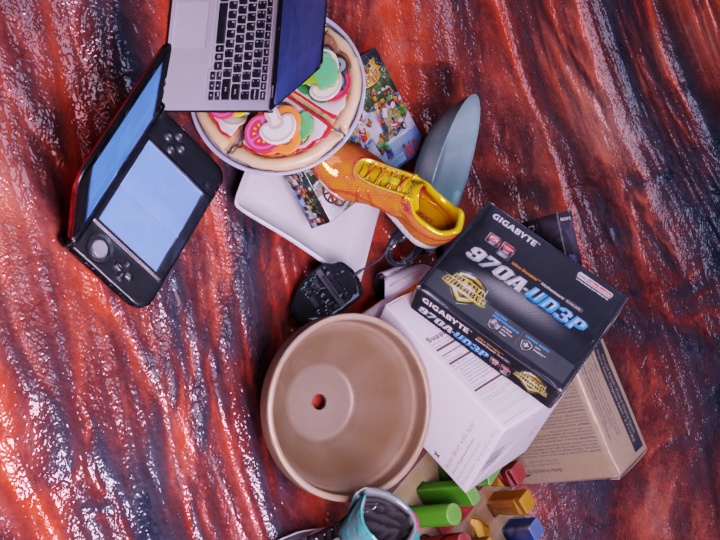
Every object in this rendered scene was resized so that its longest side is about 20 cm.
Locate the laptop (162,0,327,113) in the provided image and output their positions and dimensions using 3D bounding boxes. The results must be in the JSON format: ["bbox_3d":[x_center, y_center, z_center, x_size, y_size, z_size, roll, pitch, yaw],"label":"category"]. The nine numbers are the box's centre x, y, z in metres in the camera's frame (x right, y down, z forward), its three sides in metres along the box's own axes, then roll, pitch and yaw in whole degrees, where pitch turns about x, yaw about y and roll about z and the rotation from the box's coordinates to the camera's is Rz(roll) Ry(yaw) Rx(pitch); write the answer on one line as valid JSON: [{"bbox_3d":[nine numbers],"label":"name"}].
[{"bbox_3d":[-0.122,-0.277,1.445,0.116,0.197,0.190,67,25,-71],"label":"laptop"}]

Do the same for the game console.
[{"bbox_3d":[-0.210,-0.093,1.390,0.172,0.118,0.201,44,54,-25],"label":"game console"}]

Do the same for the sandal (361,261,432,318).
[{"bbox_3d":[0.027,0.033,1.611,0.205,0.080,0.059,-30,64,-29],"label":"sandal"}]

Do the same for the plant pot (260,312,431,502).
[{"bbox_3d":[-0.028,0.146,1.499,0.198,0.092,0.204,0,91,-27],"label":"plant pot"}]

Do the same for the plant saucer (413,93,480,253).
[{"bbox_3d":[0.097,-0.124,1.682,0.201,0.038,0.204,18,90,-77],"label":"plant saucer"}]

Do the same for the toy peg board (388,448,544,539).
[{"bbox_3d":[0.141,0.304,1.630,0.200,0.097,0.201,-43,109,-40],"label":"toy peg board"}]

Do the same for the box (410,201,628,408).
[{"bbox_3d":[0.179,0.036,1.540,0.199,0.046,0.159,36,58,12],"label":"box"}]

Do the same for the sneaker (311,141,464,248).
[{"bbox_3d":[0.032,-0.098,1.540,0.198,0.077,0.074,27,63,-15],"label":"sneaker"}]

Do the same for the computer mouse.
[{"bbox_3d":[0.000,0.000,1.578,0.199,0.034,0.059,-34,85,-16],"label":"computer mouse"}]

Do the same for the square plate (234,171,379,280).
[{"bbox_3d":[-0.054,-0.111,1.600,0.197,0.028,0.202,33,59,-32],"label":"square plate"}]

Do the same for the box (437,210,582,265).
[{"bbox_3d":[0.188,0.018,1.672,0.036,0.199,0.145,-9,85,-46],"label":"box"}]

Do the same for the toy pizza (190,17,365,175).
[{"bbox_3d":[-0.093,-0.203,1.499,0.197,0.032,0.203,-1,74,3],"label":"toy pizza"}]

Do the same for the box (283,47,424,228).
[{"bbox_3d":[-0.019,-0.158,1.598,0.200,0.037,0.138,-40,107,-41],"label":"box"}]

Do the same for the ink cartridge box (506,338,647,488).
[{"bbox_3d":[0.231,0.172,1.675,0.075,0.199,0.167,-31,101,-41],"label":"ink cartridge box"}]

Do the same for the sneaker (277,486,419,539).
[{"bbox_3d":[-0.021,0.288,1.431,0.197,0.121,0.084,-13,63,-21],"label":"sneaker"}]

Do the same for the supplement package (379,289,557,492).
[{"bbox_3d":[0.110,0.126,1.569,0.119,0.122,0.200,-24,61,-41],"label":"supplement package"}]
